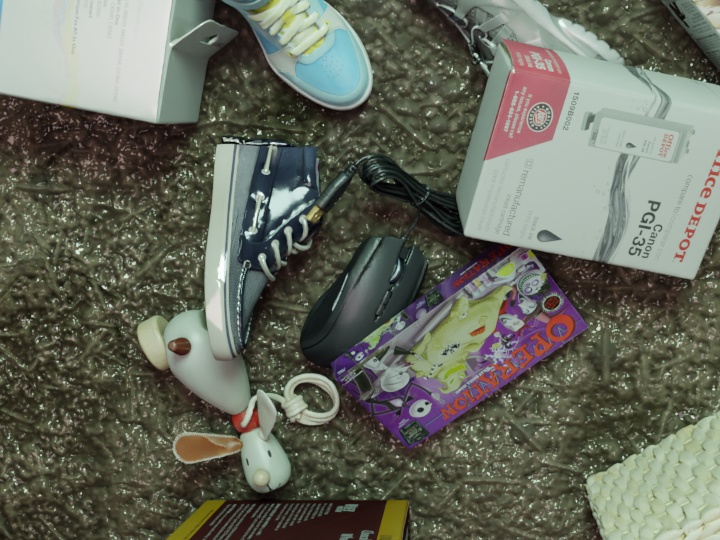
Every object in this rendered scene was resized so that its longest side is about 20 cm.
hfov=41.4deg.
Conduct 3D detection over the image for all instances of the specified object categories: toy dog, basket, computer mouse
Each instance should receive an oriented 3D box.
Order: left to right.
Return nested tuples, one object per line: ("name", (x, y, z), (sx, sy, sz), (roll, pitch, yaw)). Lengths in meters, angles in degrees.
("toy dog", (-0.123, 0.111, 0.856), (0.200, 0.096, 0.132), (43, 101, -2))
("computer mouse", (0.000, 0.000, 0.822), (0.140, 0.046, 0.200), (33, 102, -31))
("basket", (0.309, 0.230, 0.783), (0.198, 0.200, 0.161), (-30, 93, 9))

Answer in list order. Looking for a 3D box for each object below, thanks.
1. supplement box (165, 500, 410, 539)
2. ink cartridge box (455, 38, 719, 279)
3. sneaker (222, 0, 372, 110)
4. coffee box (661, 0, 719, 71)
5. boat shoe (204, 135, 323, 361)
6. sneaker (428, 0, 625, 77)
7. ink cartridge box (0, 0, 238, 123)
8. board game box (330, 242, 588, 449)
("supplement box", (-0.058, 0.286, 0.820), (0.200, 0.197, 0.133), (-2, 90, 5))
("ink cartridge box", (0.192, -0.088, 0.767), (0.200, 0.083, 0.147), (10, 118, -6))
("sneaker", (-0.068, -0.213, 0.779), (0.080, 0.131, 0.200), (-41, 94, 9))
("coffee box", (0.342, -0.200, 0.766), (0.113, 0.080, 0.200), (-41, 93, 10))
("boat shoe", (-0.079, -0.022, 0.816), (0.093, 0.075, 0.200), (0, 76, 2))
("sneaker", (0.117, -0.191, 0.792), (0.200, 0.075, 0.082), (31, 99, -1))
("ink cartridge box", (-0.213, -0.197, 0.797), (0.200, 0.129, 0.125), (12, 101, 4))
("board game box", (0.088, 0.065, 0.838), (0.200, 0.032, 0.120), (-37, 127, 10))
